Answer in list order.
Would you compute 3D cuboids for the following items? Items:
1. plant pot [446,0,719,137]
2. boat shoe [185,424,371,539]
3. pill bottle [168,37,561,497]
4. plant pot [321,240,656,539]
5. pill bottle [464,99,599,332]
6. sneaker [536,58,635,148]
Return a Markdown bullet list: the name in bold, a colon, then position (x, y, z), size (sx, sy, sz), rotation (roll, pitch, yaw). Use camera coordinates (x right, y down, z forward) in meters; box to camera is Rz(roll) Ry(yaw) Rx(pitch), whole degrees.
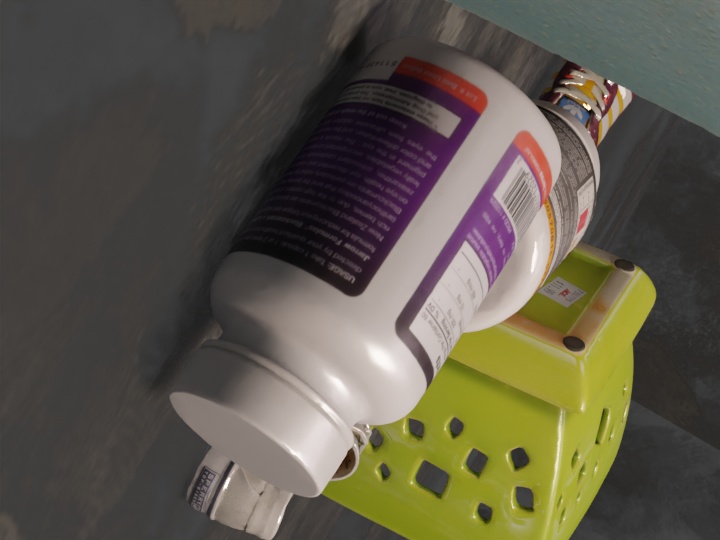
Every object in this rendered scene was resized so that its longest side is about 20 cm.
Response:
- **plant pot**: position (0.091, -0.188, 0.538), size (0.196, 0.196, 0.200), rotation (-59, 160, -5)
- **boat shoe**: position (-0.029, 0.099, 1.038), size (0.200, 0.070, 0.071), rotation (-42, 159, -59)
- **pill bottle**: position (0.000, 0.000, 0.795), size (0.200, 0.111, 0.112), rotation (-56, 169, -21)
- **plant pot**: position (0.088, 0.070, 1.205), size (0.200, 0.198, 0.182), rotation (-45, 155, -53)
- **pill bottle**: position (0.082, -0.043, 1.061), size (0.117, 0.116, 0.200), rotation (-65, 168, 23)
- **sneaker**: position (0.187, -0.145, 1.397), size (0.201, 0.075, 0.090), rotation (-65, 174, 17)
